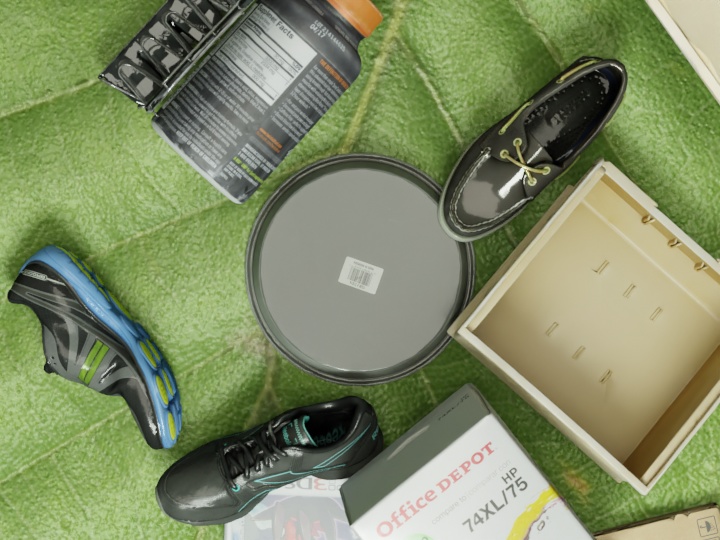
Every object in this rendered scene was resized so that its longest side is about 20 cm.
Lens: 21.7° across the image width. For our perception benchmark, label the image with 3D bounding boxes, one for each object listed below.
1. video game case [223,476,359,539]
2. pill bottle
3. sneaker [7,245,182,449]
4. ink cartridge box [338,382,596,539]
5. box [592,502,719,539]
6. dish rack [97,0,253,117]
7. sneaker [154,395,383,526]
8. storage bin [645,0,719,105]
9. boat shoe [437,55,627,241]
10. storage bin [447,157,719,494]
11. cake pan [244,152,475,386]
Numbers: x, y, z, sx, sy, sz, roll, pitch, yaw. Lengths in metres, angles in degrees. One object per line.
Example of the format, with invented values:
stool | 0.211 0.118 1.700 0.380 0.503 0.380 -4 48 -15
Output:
video game case | -0.028 0.266 1.618 0.181 0.023 0.201 2 92 0
pill bottle | -0.071 -0.161 1.563 0.106 0.106 0.200 43 91 -2
sneaker | -0.223 0.072 1.592 0.083 0.071 0.200 -40 87 6
ink cartridge box | 0.101 0.220 1.528 0.147 0.146 0.200 -39 97 1
box | 0.252 0.316 1.622 0.163 0.021 0.201 -14 92 0
dish rack | -0.142 -0.192 1.518 0.055 0.200 0.153 41 91 -12
sneaker | -0.078 0.150 1.571 0.199 0.079 0.076 -20 63 -11
storage bin | 0.293 -0.228 1.521 0.094 0.199 0.200 -36 92 18
boat shoe | 0.144 -0.105 1.573 0.072 0.061 0.201 45 81 -5
storage bin | 0.212 0.043 1.560 0.200 0.094 0.199 41 83 -2
cake pan | 0.000 0.000 1.603 0.199 0.037 0.201 0 92 -1
